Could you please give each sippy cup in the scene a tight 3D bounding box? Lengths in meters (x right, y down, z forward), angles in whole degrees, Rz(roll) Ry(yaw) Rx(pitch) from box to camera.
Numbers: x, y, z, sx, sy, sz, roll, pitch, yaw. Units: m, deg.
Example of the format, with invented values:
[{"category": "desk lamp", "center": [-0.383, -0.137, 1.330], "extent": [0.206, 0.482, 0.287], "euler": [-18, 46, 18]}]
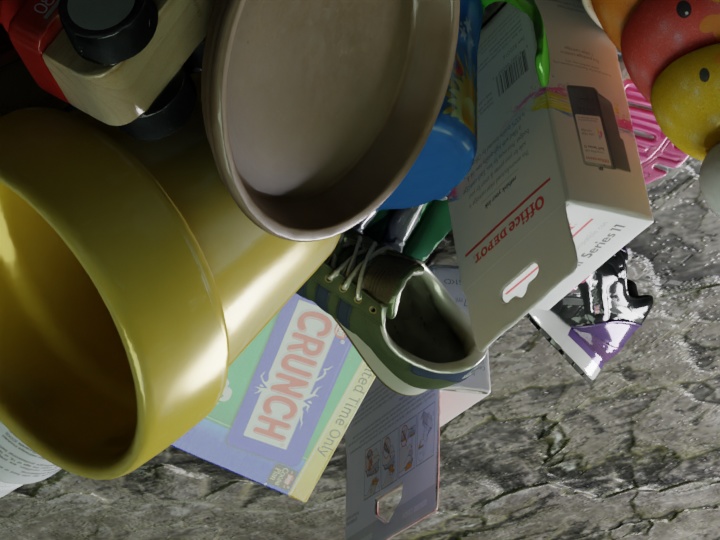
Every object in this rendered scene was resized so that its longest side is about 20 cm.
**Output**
[{"category": "sippy cup", "center": [0.013, -0.111, 1.341], "extent": [0.140, 0.130, 0.178], "euler": [20, 140, -40]}]

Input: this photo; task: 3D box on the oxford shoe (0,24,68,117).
[{"category": "oxford shoe", "center": [-0.192, -0.111, 1.298], "extent": [0.200, 0.070, 0.075], "euler": [-18, 124, -30]}]

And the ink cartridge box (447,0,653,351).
[{"category": "ink cartridge box", "center": [0.110, -0.056, 1.387], "extent": [0.067, 0.200, 0.117], "euler": [11, 146, -29]}]

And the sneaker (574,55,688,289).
[{"category": "sneaker", "center": [0.147, -0.083, 1.476], "extent": [0.081, 0.088, 0.200], "euler": [23, 117, -34]}]

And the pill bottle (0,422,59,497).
[{"category": "pill bottle", "center": [-0.232, 0.086, 1.644], "extent": [0.113, 0.113, 0.200], "euler": [16, 142, -35]}]

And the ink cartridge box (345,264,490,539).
[{"category": "ink cartridge box", "center": [0.037, 0.108, 1.645], "extent": [0.045, 0.176, 0.200], "euler": [5, 161, -18]}]

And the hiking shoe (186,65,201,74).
[{"category": "hiking shoe", "center": [-0.103, -0.086, 1.412], "extent": [0.200, 0.074, 0.087], "euler": [17, 141, -37]}]

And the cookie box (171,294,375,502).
[{"category": "cookie box", "center": [-0.088, 0.035, 1.495], "extent": [0.200, 0.075, 0.171], "euler": [24, 111, -11]}]

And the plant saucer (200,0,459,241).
[{"category": "plant saucer", "center": [-0.017, -0.114, 1.194], "extent": [0.029, 0.200, 0.200], "euler": [20, 167, 35]}]

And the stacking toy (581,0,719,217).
[{"category": "stacking toy", "center": [0.212, -0.112, 1.310], "extent": [0.146, 0.200, 0.146], "euler": [-6, 147, -4]}]

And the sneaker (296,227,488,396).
[{"category": "sneaker", "center": [0.000, 0.000, 1.385], "extent": [0.200, 0.067, 0.090], "euler": [43, 155, -19]}]

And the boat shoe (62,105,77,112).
[{"category": "boat shoe", "center": [-0.199, -0.081, 1.353], "extent": [0.200, 0.066, 0.070], "euler": [40, 95, -27]}]

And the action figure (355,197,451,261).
[{"category": "action figure", "center": [-0.010, 0.010, 1.559], "extent": [0.118, 0.055, 0.200], "euler": [19, 120, -21]}]

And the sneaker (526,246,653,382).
[{"category": "sneaker", "center": [0.141, -0.007, 1.637], "extent": [0.088, 0.076, 0.200], "euler": [-43, 136, 2]}]

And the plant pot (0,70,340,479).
[{"category": "plant pot", "center": [-0.119, -0.017, 1.260], "extent": [0.189, 0.201, 0.201], "euler": [-36, 167, -34]}]

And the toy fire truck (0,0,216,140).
[{"category": "toy fire truck", "center": [-0.142, -0.177, 1.203], "extent": [0.200, 0.176, 0.129], "euler": [28, 162, 25]}]
